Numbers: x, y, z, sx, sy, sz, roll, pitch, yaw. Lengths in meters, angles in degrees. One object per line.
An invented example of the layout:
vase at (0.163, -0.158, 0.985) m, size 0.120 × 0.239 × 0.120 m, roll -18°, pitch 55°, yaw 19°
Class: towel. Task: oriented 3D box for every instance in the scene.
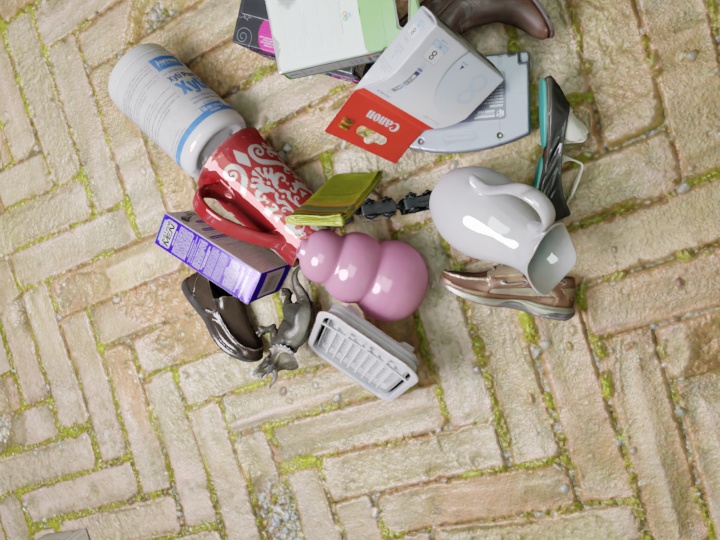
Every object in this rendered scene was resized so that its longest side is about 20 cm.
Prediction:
towel at (-0.034, -0.111, 0.842) m, size 0.085 × 0.200 × 0.018 m, roll 4°, pitch 118°, yaw 17°

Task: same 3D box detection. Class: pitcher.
pitcher at (0.182, -0.078, 0.767) m, size 0.121 × 0.172 × 0.200 m, roll -40°, pitch 50°, yaw -12°

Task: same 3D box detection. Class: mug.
mug at (-0.156, -0.097, 0.912) m, size 0.200 × 0.134 × 0.178 m, roll 43°, pitch 70°, yaw 4°

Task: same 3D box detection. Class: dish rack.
dish rack at (0.006, 0.124, 0.881) m, size 0.171 × 0.200 × 0.044 m, roll 34°, pitch 63°, yaw 4°

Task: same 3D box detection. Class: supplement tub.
supplement tub at (-0.299, -0.261, 0.946) m, size 0.200 × 0.132 × 0.132 m, roll 42°, pitch 108°, yaw 8°

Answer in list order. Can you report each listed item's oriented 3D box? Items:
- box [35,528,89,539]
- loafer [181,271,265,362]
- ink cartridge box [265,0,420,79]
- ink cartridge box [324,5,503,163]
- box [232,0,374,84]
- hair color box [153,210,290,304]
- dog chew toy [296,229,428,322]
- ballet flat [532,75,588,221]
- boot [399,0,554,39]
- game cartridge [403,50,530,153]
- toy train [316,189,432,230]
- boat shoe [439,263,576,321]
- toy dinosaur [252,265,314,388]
box at (-0.631, 0.667, 1.201) m, size 0.127 × 0.109 × 0.202 m, roll -16°, pitch 92°, yaw 20°
loafer at (-0.233, 0.073, 0.999) m, size 0.200 × 0.073 × 0.071 m, roll 48°, pitch 111°, yaw 8°
ink cartridge box at (-0.018, -0.328, 0.757) m, size 0.198 × 0.059 × 0.105 m, roll -8°, pitch 98°, yaw 12°
ink cartridge box at (0.071, -0.223, 0.764) m, size 0.200 × 0.159 × 0.047 m, roll -46°, pitch 54°, yaw 27°
box at (-0.068, -0.372, 0.860) m, size 0.199 × 0.115 × 0.133 m, roll 20°, pitch 102°, yaw 13°
hair color box at (-0.231, -0.028, 0.966) m, size 0.199 × 0.109 × 0.065 m, roll 33°, pitch 108°, yaw 13°
dog chew toy at (0.000, 0.000, 0.854) m, size 0.199 × 0.125 × 0.125 m, roll 20°, pitch 106°, yaw -19°
ballet flat at (0.277, -0.166, 0.800) m, size 0.068 × 0.068 × 0.202 m, roll 3°, pitch 109°, yaw 9°
boot at (0.138, -0.320, 0.800) m, size 0.200 × 0.064 × 0.187 m, roll -43°, pitch 69°, yaw 3°
game cartridge at (0.148, -0.242, 0.846) m, size 0.198 × 0.041 × 0.134 m, roll 0°, pitch 94°, yaw 19°
toy train at (0.021, -0.091, 0.865) m, size 0.198 × 0.046 × 0.034 m, roll -10°, pitch 87°, yaw -12°
boat shoe at (0.217, 0.018, 0.842) m, size 0.198 × 0.076 × 0.072 m, roll 12°, pitch 98°, yaw 8°
toy dinosaur at (-0.111, 0.089, 0.946) m, size 0.102 × 0.077 × 0.201 m, roll 27°, pitch 87°, yaw 46°
